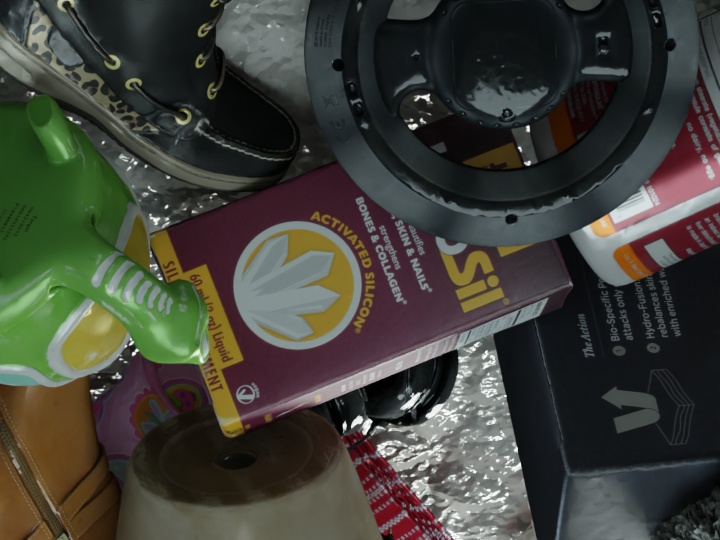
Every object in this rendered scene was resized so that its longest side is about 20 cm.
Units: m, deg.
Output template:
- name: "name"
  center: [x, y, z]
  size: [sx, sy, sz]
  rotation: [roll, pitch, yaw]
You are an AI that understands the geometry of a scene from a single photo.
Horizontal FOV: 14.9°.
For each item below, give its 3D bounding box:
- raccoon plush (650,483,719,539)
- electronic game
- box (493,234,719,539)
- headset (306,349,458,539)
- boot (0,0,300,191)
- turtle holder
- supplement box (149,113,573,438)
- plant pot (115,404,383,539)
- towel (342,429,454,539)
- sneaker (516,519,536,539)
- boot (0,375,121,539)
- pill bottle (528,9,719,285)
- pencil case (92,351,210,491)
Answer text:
- name: "raccoon plush"
  center: [0.201, 0.174, 1.409]
  size: [0.096, 0.134, 0.200]
  rotation: [-13, 139, 6]
- name: "electronic game"
  center: [0.071, -0.111, 1.382]
  size: [0.199, 0.042, 0.201]
  rotation: [0, 102, -2]
- name: "box"
  center: [0.188, 0.063, 1.535]
  size: [0.199, 0.197, 0.118]
  rotation: [-4, 138, -6]
- name: "headset"
  center: [0.005, 0.071, 1.561]
  size: [0.123, 0.094, 0.201]
  rotation: [-14, 129, -33]
- name: "boot"
  center: [-0.079, -0.130, 1.376]
  size: [0.200, 0.073, 0.151]
  rotation: [30, 124, -28]
- name: "turtle holder"
  center: [-0.159, -0.010, 1.383]
  size: [0.185, 0.141, 0.132]
  rotation: [-12, 144, 25]
- name: "supplement box"
  center: [0.000, 0.000, 1.453]
  size: [0.199, 0.111, 0.086]
  rotation: [-22, 173, -3]
- name: "plant pot"
  center: [-0.061, 0.175, 1.506]
  size: [0.199, 0.200, 0.174]
  rotation: [-7, 117, -3]
- name: "towel"
  center: [-0.026, 0.171, 1.663]
  size: [0.144, 0.022, 0.200]
  rotation: [-37, 101, 20]
- name: "sneaker"
  center: [0.134, 0.171, 1.727]
  size: [0.084, 0.073, 0.200]
  rotation: [-8, 138, -6]
- name: "boot"
  center: [-0.162, 0.089, 1.514]
  size: [0.200, 0.077, 0.155]
  rotation: [-46, 117, -19]
- name: "pill bottle"
  center: [0.199, -0.080, 1.448]
  size: [0.199, 0.113, 0.113]
  rotation: [-24, 135, 15]
- name: "pencil case"
  center: [-0.143, 0.118, 1.613]
  size: [0.087, 0.088, 0.200]
  rotation: [24, 126, -31]
